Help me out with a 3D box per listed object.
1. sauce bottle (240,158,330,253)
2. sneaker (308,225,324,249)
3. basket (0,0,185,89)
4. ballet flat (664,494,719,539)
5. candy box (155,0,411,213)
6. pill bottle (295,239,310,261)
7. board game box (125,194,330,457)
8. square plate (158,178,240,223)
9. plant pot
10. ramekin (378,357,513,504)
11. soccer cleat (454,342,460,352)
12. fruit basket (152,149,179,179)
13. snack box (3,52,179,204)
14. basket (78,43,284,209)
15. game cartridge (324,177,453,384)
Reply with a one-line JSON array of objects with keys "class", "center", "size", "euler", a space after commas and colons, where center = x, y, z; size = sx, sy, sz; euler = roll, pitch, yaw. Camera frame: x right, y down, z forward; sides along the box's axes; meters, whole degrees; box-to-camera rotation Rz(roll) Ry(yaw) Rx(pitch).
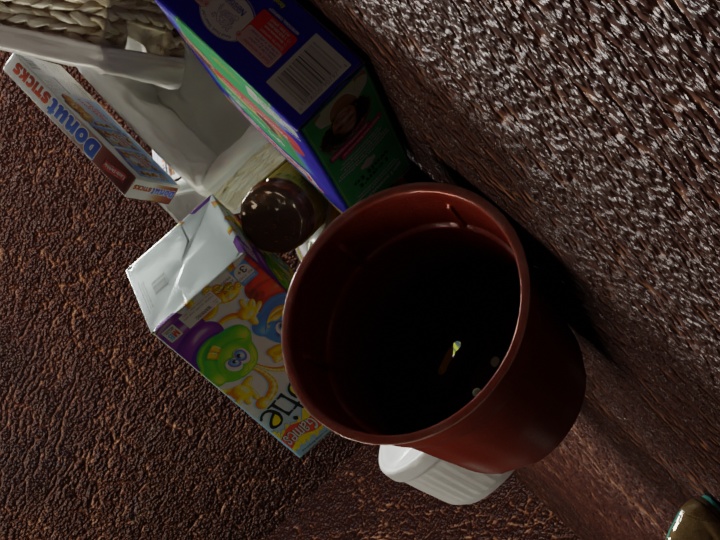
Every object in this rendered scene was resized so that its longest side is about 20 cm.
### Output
[{"class": "sauce bottle", "center": [-0.041, -0.074, 1.327], "size": [0.066, 0.066, 0.200], "euler": [47, -151, -2]}, {"class": "sneaker", "center": [0.000, 0.000, 1.416], "size": [0.081, 0.088, 0.200], "euler": [49, -155, -43]}, {"class": "basket", "center": [-0.262, -0.247, 1.385], "size": [0.200, 0.124, 0.136], "euler": [16, -174, 26]}, {"class": "ballet flat", "center": [0.341, 0.288, 1.341], "size": [0.200, 0.072, 0.068], "euler": [46, 177, 1]}, {"class": "candy box", "center": [-0.055, -0.144, 1.178], "size": [0.169, 0.077, 0.200], "euler": [44, 177, 21]}, {"class": "pill bottle", "center": [-0.022, -0.039, 1.710], "size": [0.104, 0.104, 0.200], "euler": [47, 177, -2]}, {"class": "board game box", "center": [-0.088, 0.049, 1.310], "size": [0.200, 0.103, 0.105], "euler": [45, -173, -37]}, {"class": "square plate", "center": [-0.124, -0.098, 1.748], "size": [0.198, 0.200, 0.028], "euler": [82, 174, -83]}, {"class": "plant pot", "center": [0.073, 0.062, 1.185], "size": [0.201, 0.201, 0.195], "euler": [44, -176, 35]}, {"class": "ramekin", "center": [0.114, 0.153, 1.603], "size": [0.094, 0.202, 0.202], "euler": [36, 178, -11]}, {"class": "soccer cleat", "center": [0.085, 0.031, 1.568], "size": [0.084, 0.065, 0.200], "euler": [51, 175, -27]}, {"class": "fruit basket", "center": [-0.214, -0.195, 1.696], "size": [0.200, 0.094, 0.186], "euler": [-7, 89, 60]}, {"class": "snack box", "center": [-0.258, -0.137, 1.473], "size": [0.200, 0.024, 0.072], "euler": [44, -164, 24]}, {"class": "basket", "center": [-0.157, -0.172, 1.507], "size": [0.200, 0.136, 0.123], "euler": [45, 180, 15]}, {"class": "game cartridge", "center": [0.031, 0.000, 1.328], "size": [0.200, 0.032, 0.176], "euler": [49, -143, -42]}]
